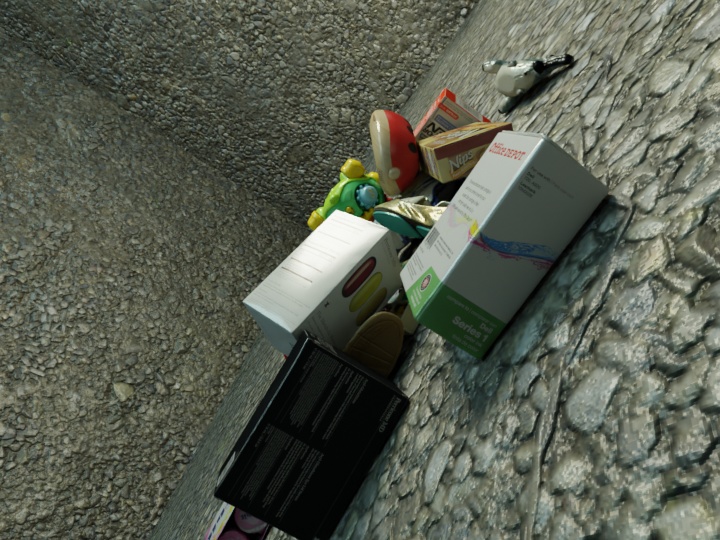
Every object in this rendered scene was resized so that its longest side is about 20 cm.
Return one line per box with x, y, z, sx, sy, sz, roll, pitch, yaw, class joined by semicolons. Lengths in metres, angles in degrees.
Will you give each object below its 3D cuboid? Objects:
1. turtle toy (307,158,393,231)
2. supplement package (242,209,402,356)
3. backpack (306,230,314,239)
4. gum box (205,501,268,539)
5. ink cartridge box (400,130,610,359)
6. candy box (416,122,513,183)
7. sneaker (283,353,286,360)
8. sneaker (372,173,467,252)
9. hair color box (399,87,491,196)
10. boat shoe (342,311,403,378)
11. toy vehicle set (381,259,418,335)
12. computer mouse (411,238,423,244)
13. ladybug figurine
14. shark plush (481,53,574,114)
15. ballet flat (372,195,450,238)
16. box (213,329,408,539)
0.009;-0.102;0.943;0.146;0.101;0.199;-55;-32;13;turtle toy
-0.045;0.028;0.741;0.109;0.114;0.200;24;61;37;supplement package
-0.008;-0.074;1.131;0.177;0.151;0.200;-32;-5;-46;backpack
-0.178;0.377;0.847;0.201;0.066;0.113;-62;9;-17;gum box
0.134;-0.034;0.536;0.201;0.084;0.145;-56;11;13;ink cartridge box
0.158;-0.189;0.813;0.115;0.056;0.200;-18;17;3;candy box
-0.075;0.119;0.909;0.079;0.115;0.201;-78;11;-59;sneaker
0.096;-0.098;0.862;0.200;0.075;0.088;-47;21;-6;sneaker
0.142;-0.222;0.981;0.200;0.110;0.064;-52;11;33;hair color box
-0.007;0.140;0.713;0.201;0.073;0.069;-61;11;7;boat shoe
0.063;0.040;0.814;0.125;0.026;0.200;-61;10;-14;toy vehicle set
0.103;-0.071;0.936;0.059;0.034;0.200;-55;11;13;computer mouse
0.059;-0.203;0.887;0.201;0.071;0.137;-94;-8;-53;ladybug figurine
0.270;-0.331;0.836;0.083;0.091;0.200;-28;3;-6;shark plush
0.096;-0.079;0.773;0.200;0.071;0.071;26;83;54;ballet flat
-0.057;0.194;0.614;0.201;0.141;0.079;-58;8;-4;box
